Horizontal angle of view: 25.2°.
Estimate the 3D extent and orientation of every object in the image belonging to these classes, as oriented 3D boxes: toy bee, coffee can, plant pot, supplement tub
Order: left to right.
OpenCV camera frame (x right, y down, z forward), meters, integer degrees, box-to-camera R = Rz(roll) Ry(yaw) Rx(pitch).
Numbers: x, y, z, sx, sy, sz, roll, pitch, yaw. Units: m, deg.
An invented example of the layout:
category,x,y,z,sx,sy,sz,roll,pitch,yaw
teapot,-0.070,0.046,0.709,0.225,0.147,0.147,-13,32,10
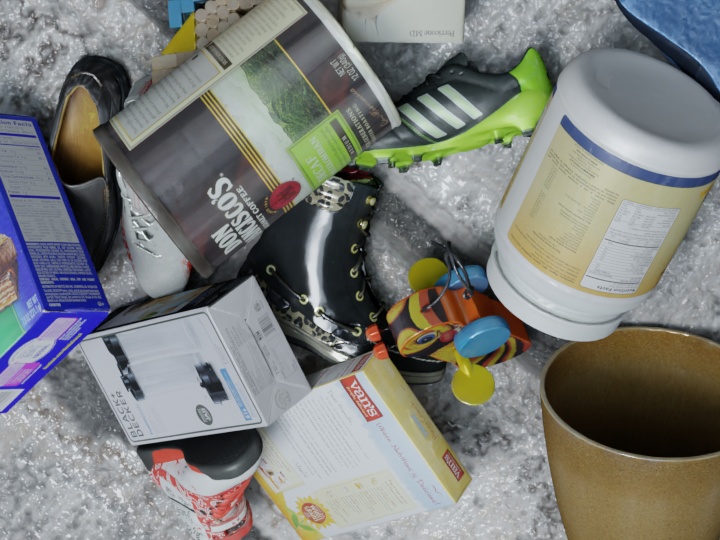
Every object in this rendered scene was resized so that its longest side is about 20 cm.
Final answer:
category,x,y,z,sx,sy,sz,roll,pitch,yaw
coffee can,-0.089,-0.113,1.268,0.200,0.146,0.147,-38,98,-2
toy bee,0.062,0.038,1.324,0.108,0.131,0.200,-27,132,13
supplement tub,0.190,-0.057,1.273,0.144,0.145,0.201,24,127,2
plant pot,0.239,0.180,1.349,0.185,0.187,0.201,4,122,9

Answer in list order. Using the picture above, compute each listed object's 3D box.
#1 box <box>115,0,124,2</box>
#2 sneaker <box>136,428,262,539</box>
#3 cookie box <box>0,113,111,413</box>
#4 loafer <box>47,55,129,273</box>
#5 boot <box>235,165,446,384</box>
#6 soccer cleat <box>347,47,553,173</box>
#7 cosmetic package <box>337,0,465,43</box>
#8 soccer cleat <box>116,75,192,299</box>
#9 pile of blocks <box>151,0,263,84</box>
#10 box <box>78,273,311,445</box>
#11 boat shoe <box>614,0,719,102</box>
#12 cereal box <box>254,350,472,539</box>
category,x,y,z,sx,sy,sz,roll,pitch,yaw
box,-0.102,-0.288,1.187,0.199,0.127,0.110,-16,95,51
sneaker,-0.118,0.190,1.412,0.067,0.201,0.108,-39,106,-27
cookie box,-0.317,-0.005,1.366,0.171,0.075,0.201,-41,63,32
loafer,-0.246,-0.083,1.395,0.072,0.072,0.201,8,108,6
boot,-0.001,0.000,1.378,0.202,0.074,0.155,22,106,1
soccer cleat,0.065,-0.132,1.337,0.199,0.067,0.082,-11,81,17
cosmetic package,0.033,-0.285,1.277,0.103,0.073,0.202,-1,106,-3
soccer cleat,-0.180,-0.066,1.381,0.068,0.085,0.202,4,107,8
pile of blocks,-0.101,-0.232,1.336,0.200,0.062,0.082,-44,79,13
box,-0.147,0.081,1.382,0.199,0.060,0.117,-12,109,47
boat shoe,0.288,-0.182,1.277,0.200,0.069,0.084,45,96,0
cereal box,-0.017,0.156,1.395,0.199,0.040,0.144,-22,108,42
